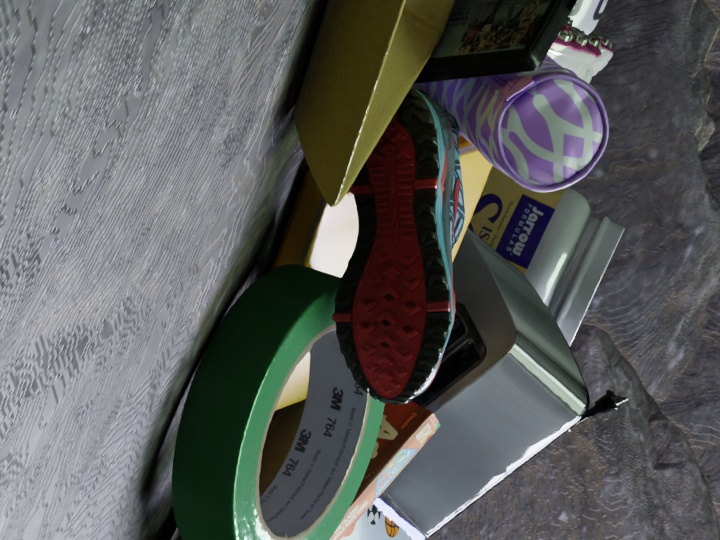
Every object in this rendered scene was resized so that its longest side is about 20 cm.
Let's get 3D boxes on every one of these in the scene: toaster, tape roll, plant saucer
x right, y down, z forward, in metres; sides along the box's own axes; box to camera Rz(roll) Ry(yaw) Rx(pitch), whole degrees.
[{"bbox_3d":[0.071,0.076,1.941,0.200,0.119,0.181,-38,-137,12],"label":"toaster"},{"bbox_3d":[-0.048,0.098,1.613,0.200,0.048,0.201,-44,144,-46],"label":"tape roll"},{"bbox_3d":[0.022,-0.168,1.454,0.200,0.048,0.200,-61,173,-47],"label":"plant saucer"}]

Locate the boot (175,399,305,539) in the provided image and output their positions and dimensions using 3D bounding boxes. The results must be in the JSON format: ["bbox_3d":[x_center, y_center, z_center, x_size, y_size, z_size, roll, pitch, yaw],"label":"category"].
[{"bbox_3d":[-0.053,0.164,1.735,0.200,0.175,0.066,-59,139,-31],"label":"boot"}]

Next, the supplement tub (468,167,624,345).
[{"bbox_3d":[0.105,-0.022,2.095,0.145,0.199,0.146,25,90,-85],"label":"supplement tub"}]

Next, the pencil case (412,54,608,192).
[{"bbox_3d":[0.093,-0.119,1.641,0.084,0.086,0.200,-34,-153,-5],"label":"pencil case"}]

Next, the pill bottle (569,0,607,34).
[{"bbox_3d":[0.155,-0.256,2.021,0.111,0.111,0.201,-48,162,-72],"label":"pill bottle"}]

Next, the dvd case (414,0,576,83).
[{"bbox_3d":[0.093,-0.195,1.631,0.018,0.142,0.200,57,48,-33],"label":"dvd case"}]

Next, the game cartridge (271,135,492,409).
[{"bbox_3d":[0.000,0.000,1.721,0.176,0.032,0.200,-19,142,-44],"label":"game cartridge"}]

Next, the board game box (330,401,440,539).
[{"bbox_3d":[-0.042,0.160,1.796,0.200,0.103,0.019,-48,135,-19],"label":"board game box"}]

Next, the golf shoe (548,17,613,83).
[{"bbox_3d":[0.137,-0.150,1.899,0.092,0.075,0.200,-59,165,9],"label":"golf shoe"}]

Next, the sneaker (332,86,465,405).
[{"bbox_3d":[0.039,-0.015,1.590,0.095,0.079,0.201,0,95,-64],"label":"sneaker"}]

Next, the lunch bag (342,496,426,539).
[{"bbox_3d":[-0.066,0.221,1.918,0.170,0.124,0.200,-62,147,-11],"label":"lunch bag"}]
